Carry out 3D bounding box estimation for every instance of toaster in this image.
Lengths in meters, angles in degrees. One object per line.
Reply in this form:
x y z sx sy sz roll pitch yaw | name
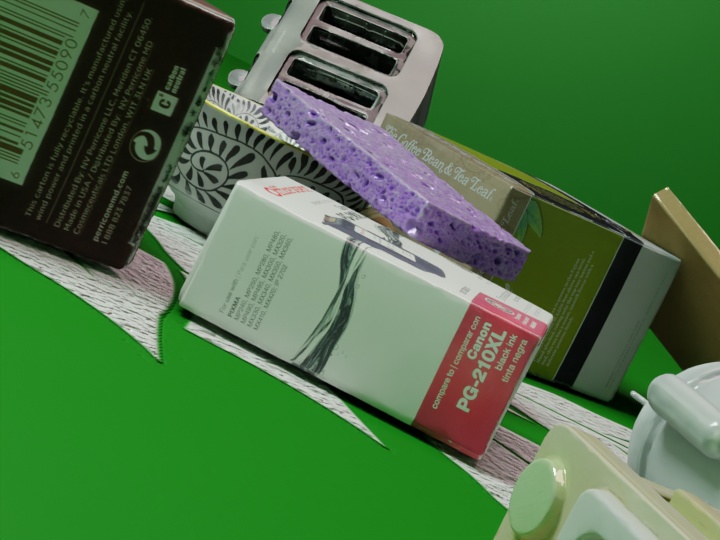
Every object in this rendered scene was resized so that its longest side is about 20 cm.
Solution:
-0.024 -0.154 1.815 0.199 0.181 0.119 23 -37 5 | toaster

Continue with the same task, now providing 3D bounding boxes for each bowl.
-0.083 -0.069 1.428 0.200 0.095 0.201 26 8 -4 | bowl

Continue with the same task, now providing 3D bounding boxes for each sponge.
0.022 -0.063 1.305 0.111 0.030 0.200 22 14 -43 | sponge

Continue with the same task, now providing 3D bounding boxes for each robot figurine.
0.229 0.123 1.102 0.170 0.113 0.200 49 -4 -29 | robot figurine

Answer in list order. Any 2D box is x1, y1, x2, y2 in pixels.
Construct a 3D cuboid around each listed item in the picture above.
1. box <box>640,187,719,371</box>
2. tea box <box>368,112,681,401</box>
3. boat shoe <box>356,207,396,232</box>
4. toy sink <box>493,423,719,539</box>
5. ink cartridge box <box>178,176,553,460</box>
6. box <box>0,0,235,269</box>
0.289 0.051 1.540 0.200 0.021 0.164 56 -18 26 | box
0.111 -0.013 1.546 0.196 0.134 0.200 22 8 -34 | tea box
0.000 0.000 1.374 0.066 0.074 0.200 41 11 10 | boat shoe
0.098 0.133 0.614 0.199 0.113 0.130 23 8 -22 | toy sink
0.007 0.023 1.146 0.199 0.085 0.145 27 7 6 | ink cartridge box
-0.207 -0.127 1.139 0.164 0.167 0.200 20 10 -31 | box
